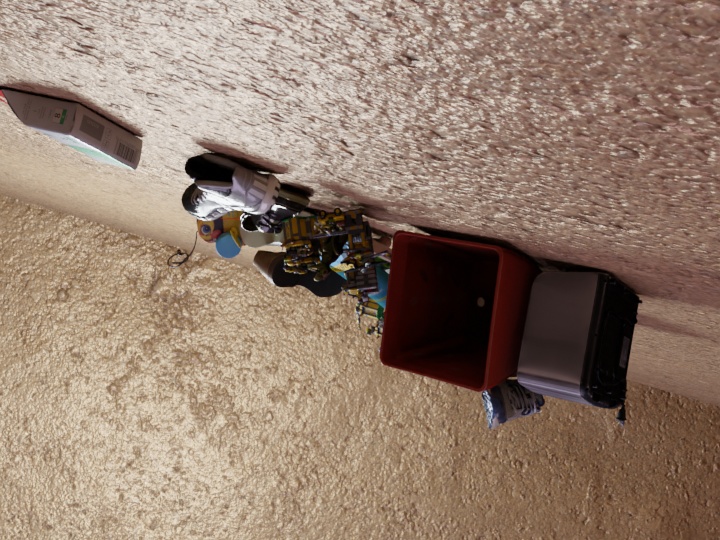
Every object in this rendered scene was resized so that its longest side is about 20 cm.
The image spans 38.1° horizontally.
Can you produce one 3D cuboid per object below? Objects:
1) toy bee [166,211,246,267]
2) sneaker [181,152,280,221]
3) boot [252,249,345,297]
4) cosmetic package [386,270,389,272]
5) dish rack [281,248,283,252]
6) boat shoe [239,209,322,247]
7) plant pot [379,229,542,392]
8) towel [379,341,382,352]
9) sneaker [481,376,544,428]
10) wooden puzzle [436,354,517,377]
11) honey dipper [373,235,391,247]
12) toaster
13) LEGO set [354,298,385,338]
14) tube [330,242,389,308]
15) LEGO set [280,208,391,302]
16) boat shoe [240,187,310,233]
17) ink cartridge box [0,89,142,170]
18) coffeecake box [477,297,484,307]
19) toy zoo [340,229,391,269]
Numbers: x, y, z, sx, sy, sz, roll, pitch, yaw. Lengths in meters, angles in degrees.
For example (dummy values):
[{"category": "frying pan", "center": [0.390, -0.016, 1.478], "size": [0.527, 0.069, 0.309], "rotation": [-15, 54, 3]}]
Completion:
[{"category": "toy bee", "center": [-0.243, -0.076, 1.825], "size": [0.198, 0.110, 0.131], "rotation": [-26, -142, -24]}, {"category": "sneaker", "center": [-0.211, -0.125, 1.443], "size": [0.198, 0.076, 0.115], "rotation": [-3, 158, 44]}, {"category": "boot", "center": [-0.098, -0.004, 1.763], "size": [0.075, 0.075, 0.198], "rotation": [26, -171, 41]}, {"category": "cosmetic package", "center": [0.153, 0.060, 1.970], "size": [0.197, 0.052, 0.152], "rotation": [19, -150, -31]}, {"category": "dish rack", "center": [-0.109, -0.043, 1.999], "size": [0.196, 0.056, 0.153], "rotation": [17, 169, -5]}, {"category": "boat shoe", "center": [-0.116, -0.072, 1.732], "size": [0.199, 0.075, 0.063], "rotation": [1, -165, 45]}, {"category": "plant pot", "center": [0.166, 0.054, 1.555], "size": [0.197, 0.204, 0.175], "rotation": [11, -172, 40]}, {"category": "towel", "center": [0.143, 0.113, 1.778], "size": [0.196, 0.146, 0.024], "rotation": [13, 133, 17]}, {"category": "sneaker", "center": [0.229, 0.187, 1.558], "size": [0.084, 0.079, 0.200], "rotation": [-14, 174, 14]}, {"category": "wooden puzzle", "center": [0.198, 0.133, 1.676], "size": [0.181, 0.038, 0.200], "rotation": [-2, -165, 4]}, {"category": "honey dipper", "center": [-0.021, -0.053, 1.787], "size": [0.038, 0.039, 0.198], "rotation": [20, 171, -41]}, {"category": "toaster", "center": [0.321, 0.108, 1.511], "size": [0.117, 0.204, 0.180], "rotation": [7, 172, 33]}, {"category": "LEGO set", "center": [0.018, 0.047, 2.115], "size": [0.114, 0.157, 0.200], "rotation": [14, 171, 20]}, {"category": "tube", "center": [0.000, 0.000, 1.723], "size": [0.076, 0.051, 0.199], "rotation": [-23, 143, 26]}, {"category": "LEGO set", "center": [-0.039, -0.009, 1.527], "size": [0.150, 0.118, 0.200], "rotation": [-7, 170, -5]}, {"category": "boat shoe", "center": [-0.132, -0.087, 1.575], "size": [0.072, 0.066, 0.199], "rotation": [19, 173, -19]}, {"category": "ink cartridge box", "center": [-0.418, -0.195, 1.413], "size": [0.196, 0.051, 0.161], "rotation": [12, 174, 22]}, {"category": "coffeecake box", "center": [0.179, 0.026, 1.768], "size": [0.197, 0.075, 0.153], "rotation": [13, 175, 26]}, {"category": "toy zoo", "center": [-0.028, -0.032, 1.766], "size": [0.130, 0.021, 0.199], "rotation": [26, 163, -30]}]
